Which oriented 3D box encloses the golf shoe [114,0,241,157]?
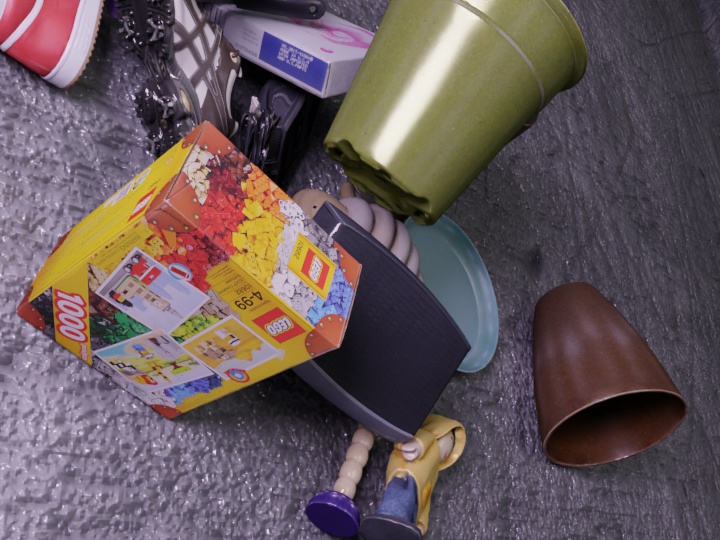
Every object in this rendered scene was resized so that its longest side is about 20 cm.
[{"bbox_3d":[-0.153,-0.199,0.677,0.094,0.077,0.204,-27,125,-42],"label":"golf shoe"}]

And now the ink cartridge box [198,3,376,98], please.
[{"bbox_3d":[-0.051,-0.242,0.804,0.194,0.044,0.199,30,33,23],"label":"ink cartridge box"}]

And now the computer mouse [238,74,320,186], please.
[{"bbox_3d":[-0.087,-0.139,0.759,0.052,0.140,0.202,17,40,4],"label":"computer mouse"}]

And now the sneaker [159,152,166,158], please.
[{"bbox_3d":[-0.119,-0.008,0.682,0.075,0.069,0.204,-33,104,-63],"label":"sneaker"}]

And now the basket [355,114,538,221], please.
[{"bbox_3d":[0.094,-0.173,0.903,0.135,0.198,0.184,26,53,-38],"label":"basket"}]

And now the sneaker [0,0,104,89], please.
[{"bbox_3d":[-0.263,-0.258,0.627,0.112,0.070,0.204,25,55,-44],"label":"sneaker"}]

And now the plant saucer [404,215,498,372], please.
[{"bbox_3d":[0.101,0.027,0.948,0.198,0.027,0.204,26,53,-39],"label":"plant saucer"}]

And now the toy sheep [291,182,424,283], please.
[{"bbox_3d":[0.000,0.000,0.763,0.200,0.136,0.139,46,42,-25],"label":"toy sheep"}]

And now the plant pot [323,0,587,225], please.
[{"bbox_3d":[0.066,-0.151,0.694,0.199,0.199,0.192,38,83,-30],"label":"plant pot"}]

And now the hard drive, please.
[{"bbox_3d":[0.008,0.052,0.677,0.200,0.042,0.136,43,77,-28],"label":"hard drive"}]

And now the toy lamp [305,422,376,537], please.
[{"bbox_3d":[0.007,0.153,0.748,0.058,0.058,0.202,47,44,-21],"label":"toy lamp"}]

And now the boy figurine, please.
[{"bbox_3d":[0.054,0.209,0.749,0.200,0.063,0.127,-46,137,-62],"label":"boy figurine"}]

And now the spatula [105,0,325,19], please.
[{"bbox_3d":[-0.126,-0.245,0.701,0.195,0.057,0.021,-1,35,-18],"label":"spatula"}]

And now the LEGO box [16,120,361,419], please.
[{"bbox_3d":[-0.122,0.012,0.549,0.149,0.198,0.078,42,43,-26],"label":"LEGO box"}]

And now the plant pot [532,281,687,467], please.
[{"bbox_3d":[0.302,0.123,1.038,0.185,0.186,0.203,27,37,-38],"label":"plant pot"}]
